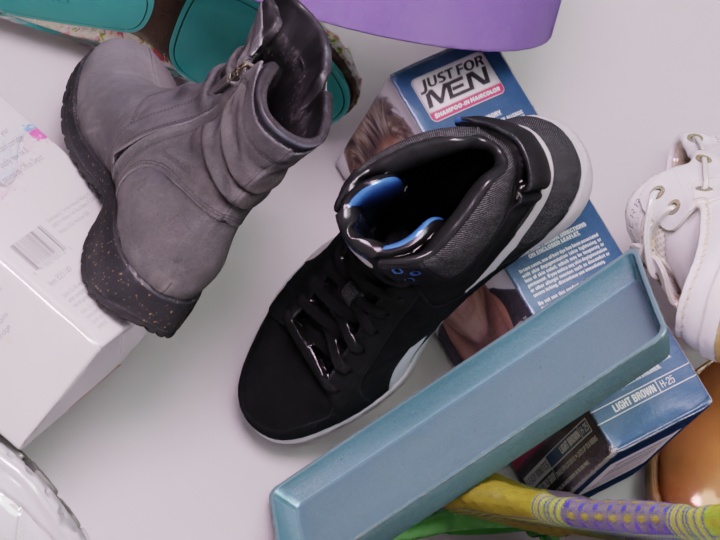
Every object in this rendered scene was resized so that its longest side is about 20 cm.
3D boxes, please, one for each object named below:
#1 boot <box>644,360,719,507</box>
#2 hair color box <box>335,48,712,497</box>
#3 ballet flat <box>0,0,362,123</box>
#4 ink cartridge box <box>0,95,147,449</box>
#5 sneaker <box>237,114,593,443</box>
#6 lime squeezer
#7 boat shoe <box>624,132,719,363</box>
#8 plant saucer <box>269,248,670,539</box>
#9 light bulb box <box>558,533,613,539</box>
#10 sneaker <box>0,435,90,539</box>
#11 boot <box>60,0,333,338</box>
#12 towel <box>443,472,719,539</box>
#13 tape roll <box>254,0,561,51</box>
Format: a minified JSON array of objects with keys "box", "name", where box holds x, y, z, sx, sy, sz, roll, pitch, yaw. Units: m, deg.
[{"box":[0.216,0.034,1.309,0.074,0.155,0.200,39,60,0],"name":"boot"},{"box":[0.071,0.003,1.303,0.060,0.100,0.200,-24,76,-24],"name":"hair color box"},{"box":[-0.089,-0.130,1.328,0.200,0.076,0.064,21,41,-13],"name":"ballet flat"},{"box":[-0.181,-0.028,1.219,0.200,0.068,0.116,42,24,2],"name":"ink cartridge box"},{"box":[0.000,0.000,1.215,0.073,0.200,0.112,53,20,18],"name":"sneaker"},{"box":[0.070,0.141,1.276,0.200,0.038,0.071,30,60,-6],"name":"lime squeezer"},{"box":[0.156,-0.015,1.330,0.069,0.071,0.200,18,22,5],"name":"boat shoe"},{"box":[0.047,0.067,1.221,0.019,0.200,0.070,49,15,-29],"name":"plant saucer"},{"box":[0.090,0.241,1.124,0.198,0.125,0.200,-32,113,-37],"name":"light bulb box"},{"box":[-0.201,0.093,1.191,0.200,0.078,0.099,38,84,-7],"name":"sneaker"},{"box":[-0.063,-0.071,1.222,0.070,0.132,0.200,27,26,-29],"name":"boot"},{"box":[0.141,0.109,1.197,0.143,0.200,0.023,18,80,-36],"name":"towel"},{"box":[0.003,-0.173,1.304,0.200,0.200,0.085,9,108,-15],"name":"tape roll"}]
